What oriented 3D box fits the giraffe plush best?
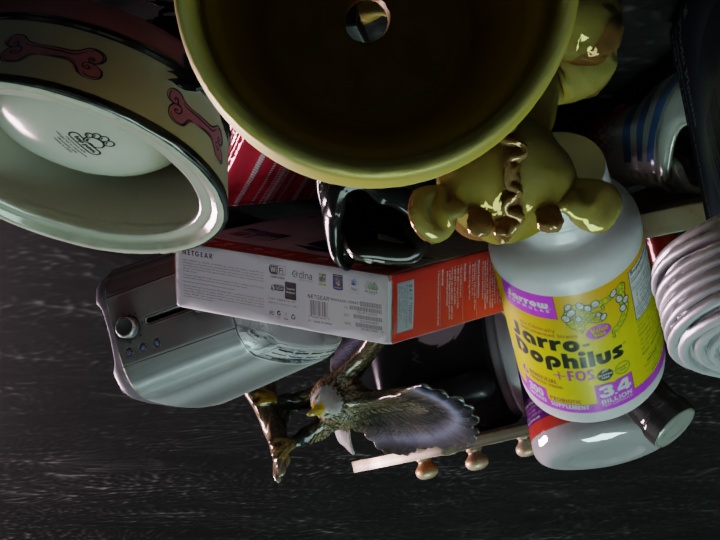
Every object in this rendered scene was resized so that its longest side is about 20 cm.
[{"bbox_3d":[0.088,-0.088,1.419,0.172,0.163,0.200,-15,162,16],"label":"giraffe plush"}]

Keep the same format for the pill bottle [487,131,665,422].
[{"bbox_3d":[0.143,0.003,1.553,0.104,0.105,0.200,-12,135,7],"label":"pill bottle"}]

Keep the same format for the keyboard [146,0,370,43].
[{"bbox_3d":[-0.088,-0.116,1.368,0.199,0.040,0.104,-6,135,22],"label":"keyboard"}]

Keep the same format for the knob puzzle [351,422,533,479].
[{"bbox_3d":[0.089,0.158,1.988,0.218,0.031,0.220,-12,176,-1],"label":"knob puzzle"}]

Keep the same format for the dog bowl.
[{"bbox_3d":[-0.165,-0.087,1.346,0.199,0.074,0.200,13,155,6],"label":"dog bowl"}]

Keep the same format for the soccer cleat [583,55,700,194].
[{"bbox_3d":[0.210,-0.083,1.626,0.070,0.087,0.200,-3,161,-20],"label":"soccer cleat"}]

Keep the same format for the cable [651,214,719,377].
[{"bbox_3d":[0.267,0.008,1.309,0.199,0.070,0.200,-17,159,26],"label":"cable"}]

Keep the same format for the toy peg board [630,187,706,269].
[{"bbox_3d":[0.248,-0.013,1.689,0.200,0.098,0.199,-20,-175,-43],"label":"toy peg board"}]

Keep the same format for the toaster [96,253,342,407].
[{"bbox_3d":[-0.102,0.038,1.792,0.129,0.114,0.200,-20,166,24],"label":"toaster"}]

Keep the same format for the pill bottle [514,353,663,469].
[{"bbox_3d":[0.176,0.050,1.829,0.112,0.201,0.113,-8,162,-3],"label":"pill bottle"}]

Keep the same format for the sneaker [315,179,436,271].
[{"bbox_3d":[0.012,-0.041,1.548,0.076,0.115,0.199,-13,162,7],"label":"sneaker"}]

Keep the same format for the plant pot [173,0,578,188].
[{"bbox_3d":[0.005,-0.140,1.207,0.200,0.202,0.189,-9,178,-2],"label":"plant pot"}]

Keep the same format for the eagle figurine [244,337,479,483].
[{"bbox_3d":[0.000,0.093,1.879,0.199,0.151,0.152,-28,121,20],"label":"eagle figurine"}]

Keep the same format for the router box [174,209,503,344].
[{"bbox_3d":[0.000,0.000,1.633,0.199,0.049,0.179,8,-165,38],"label":"router box"}]

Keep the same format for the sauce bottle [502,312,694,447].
[{"bbox_3d":[0.169,0.052,1.733,0.065,0.200,0.065,-33,153,-19],"label":"sauce bottle"}]

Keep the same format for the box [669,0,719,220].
[{"bbox_3d":[0.276,-0.106,1.406,0.123,0.201,0.199,-7,161,-6],"label":"box"}]

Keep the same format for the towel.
[{"bbox_3d":[-0.004,-0.088,1.607,0.199,0.023,0.145,-5,160,-18],"label":"towel"}]

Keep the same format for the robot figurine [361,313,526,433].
[{"bbox_3d":[0.083,0.080,2.006,0.199,0.151,0.125,-14,145,15],"label":"robot figurine"}]
